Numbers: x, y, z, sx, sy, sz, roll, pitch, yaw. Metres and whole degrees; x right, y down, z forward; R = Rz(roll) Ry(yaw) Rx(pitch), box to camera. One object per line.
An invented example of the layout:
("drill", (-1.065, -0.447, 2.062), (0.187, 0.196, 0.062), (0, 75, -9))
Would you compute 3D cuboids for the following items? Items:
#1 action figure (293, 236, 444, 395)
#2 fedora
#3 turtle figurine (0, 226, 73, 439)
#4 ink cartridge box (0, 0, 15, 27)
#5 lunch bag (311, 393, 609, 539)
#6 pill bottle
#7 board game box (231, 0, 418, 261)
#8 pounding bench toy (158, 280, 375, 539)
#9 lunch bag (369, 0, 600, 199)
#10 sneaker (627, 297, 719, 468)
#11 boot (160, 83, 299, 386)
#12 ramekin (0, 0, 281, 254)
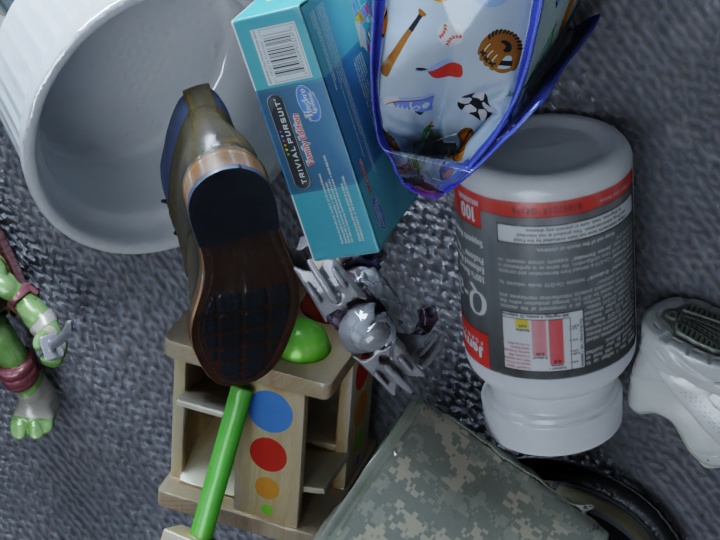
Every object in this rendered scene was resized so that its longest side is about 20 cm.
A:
("action figure", (0.000, 0.000, 1.188), (0.069, 0.200, 0.131), (-24, 117, 3))
("fedora", (0.132, 0.230, 1.321), (0.199, 0.092, 0.202), (10, 120, 17))
("turtle figurine", (-0.292, 0.064, 1.360), (0.200, 0.143, 0.195), (53, 159, 40))
("ink cartridge box", (-0.235, -0.239, 1.208), (0.145, 0.087, 0.201), (30, 128, 21))
("lunch bag", (0.049, 0.204, 1.219), (0.163, 0.118, 0.201), (35, 86, 6))
("pill bottle", (0.121, 0.011, 1.195), (0.115, 0.116, 0.202), (5, 118, 20))
("board game box", (0.001, -0.119, 1.123), (0.047, 0.200, 0.152), (-8, 113, 25))
("pounding bench toy", (-0.073, 0.101, 1.272), (0.123, 0.200, 0.157), (14, 122, 15))
("lunch bag", (0.075, -0.161, 1.090), (0.123, 0.170, 0.202), (16, 120, 12))
("sneaker", (0.267, 0.099, 1.217), (0.199, 0.078, 0.100), (30, 131, 16))
("boot", (-0.084, -0.021, 1.168), (0.074, 0.097, 0.201), (-9, 137, -11))
("ramekin", (-0.139, -0.120, 1.186), (0.098, 0.199, 0.202), (49, 135, 41))
